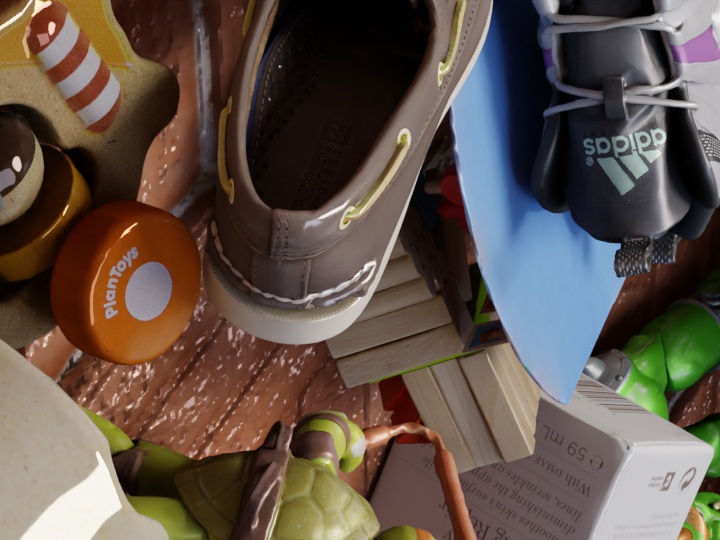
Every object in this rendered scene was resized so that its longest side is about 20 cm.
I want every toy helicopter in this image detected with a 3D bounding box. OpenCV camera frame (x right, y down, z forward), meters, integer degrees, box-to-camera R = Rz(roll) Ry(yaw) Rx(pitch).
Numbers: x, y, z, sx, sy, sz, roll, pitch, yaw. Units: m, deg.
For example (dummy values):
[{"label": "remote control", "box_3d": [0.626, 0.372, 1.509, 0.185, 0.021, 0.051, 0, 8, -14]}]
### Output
[{"label": "toy helicopter", "box_3d": [-0.098, -0.074, 0.833, 0.132, 0.079, 0.200, 13, 93, -47]}]

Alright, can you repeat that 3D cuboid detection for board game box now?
[{"label": "board game box", "box_3d": [0.052, -0.053, 1.028, 0.200, 0.039, 0.158, -60, 138, -54]}]

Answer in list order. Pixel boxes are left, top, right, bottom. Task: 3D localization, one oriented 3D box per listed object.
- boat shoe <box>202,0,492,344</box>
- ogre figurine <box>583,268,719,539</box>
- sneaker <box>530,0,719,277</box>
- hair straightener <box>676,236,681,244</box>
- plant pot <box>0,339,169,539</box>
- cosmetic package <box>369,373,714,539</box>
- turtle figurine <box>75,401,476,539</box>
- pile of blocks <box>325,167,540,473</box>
[{"label": "boat shoe", "box_3d": [0.000, -0.075, 0.891, 0.060, 0.072, 0.200, 100, 8, -58]}, {"label": "ogre figurine", "box_3d": [0.132, 0.106, 1.243, 0.120, 0.098, 0.200, -5, 113, -45]}, {"label": "sneaker", "box_3d": [0.086, -0.067, 0.953, 0.200, 0.078, 0.140, 51, 41, -58]}, {"label": "hair straightener", "box_3d": [0.161, -0.083, 1.207, 0.200, 0.041, 0.077, -54, 169, -19]}, {"label": "plant pot", "box_3d": [-0.153, 0.108, 0.777, 0.184, 0.200, 0.201, -47, 146, -29]}, {"label": "cosmetic package", "box_3d": [0.047, 0.135, 1.153, 0.074, 0.102, 0.200, 6, 109, -55]}, {"label": "turtle figurine", "box_3d": [-0.041, 0.084, 0.909, 0.200, 0.161, 0.065, -78, -179, -55]}, {"label": "pile of blocks", "box_3d": [0.000, 0.000, 1.032, 0.062, 0.082, 0.200, -18, 139, 17]}]
